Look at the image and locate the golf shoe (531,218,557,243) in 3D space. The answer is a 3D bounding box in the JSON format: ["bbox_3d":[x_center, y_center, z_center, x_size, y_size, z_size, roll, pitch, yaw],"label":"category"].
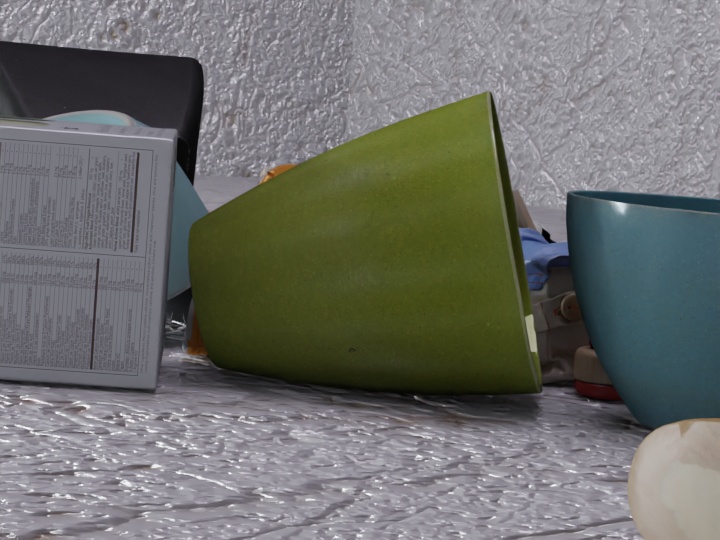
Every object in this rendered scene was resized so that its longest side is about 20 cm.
[{"bbox_3d":[0.128,-0.001,1.691,0.199,0.093,0.073,5,6,19],"label":"golf shoe"}]

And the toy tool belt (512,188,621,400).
[{"bbox_3d":[0.134,0.012,1.362,0.124,0.124,0.200,2,6,-23],"label":"toy tool belt"}]

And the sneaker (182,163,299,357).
[{"bbox_3d":[-0.057,0.000,1.374,0.077,0.079,0.200,17,42,8],"label":"sneaker"}]

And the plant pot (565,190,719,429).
[{"bbox_3d":[0.217,0.028,1.191,0.199,0.136,0.200,4,5,0],"label":"plant pot"}]

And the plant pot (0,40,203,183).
[{"bbox_3d":[-0.225,-0.071,1.675,0.199,0.201,0.177,3,17,-15],"label":"plant pot"}]

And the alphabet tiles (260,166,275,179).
[{"bbox_3d":[0.012,-0.015,1.523,0.195,0.015,0.200,24,29,-16],"label":"alphabet tiles"}]

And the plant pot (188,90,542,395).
[{"bbox_3d":[0.000,0.000,1.238,0.199,0.189,0.187,-10,4,7],"label":"plant pot"}]

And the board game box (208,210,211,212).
[{"bbox_3d":[-0.213,-0.038,2.026,0.151,0.047,0.200,7,5,21],"label":"board game box"}]

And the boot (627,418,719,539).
[{"bbox_3d":[0.217,0.107,0.769,0.143,0.071,0.201,8,5,-42],"label":"boot"}]

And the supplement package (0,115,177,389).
[{"bbox_3d":[-0.217,-0.018,1.222,0.198,0.152,0.152,4,6,-5],"label":"supplement package"}]

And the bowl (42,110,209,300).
[{"bbox_3d":[-0.203,-0.044,1.408,0.199,0.106,0.201,-9,24,4],"label":"bowl"}]

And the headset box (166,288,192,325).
[{"bbox_3d":[-0.096,0.000,1.550,0.148,0.076,0.199,11,8,42],"label":"headset box"}]
